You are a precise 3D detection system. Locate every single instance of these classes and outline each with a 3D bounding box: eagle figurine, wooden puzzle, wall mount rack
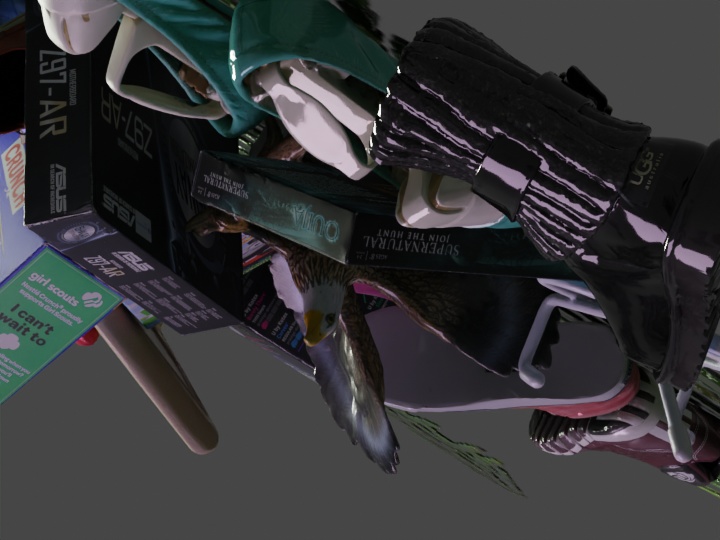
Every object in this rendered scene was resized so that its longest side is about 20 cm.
[{"bbox_3d":[-0.003,0.006,1.454,0.200,0.151,0.152,41,159,-23],"label":"eagle figurine"},{"bbox_3d":[-0.184,0.030,1.876,0.185,0.037,0.200,56,-176,-35],"label":"wooden puzzle"},{"bbox_3d":[0.182,0.068,1.343,0.200,0.075,0.174,22,179,-29],"label":"wall mount rack"}]

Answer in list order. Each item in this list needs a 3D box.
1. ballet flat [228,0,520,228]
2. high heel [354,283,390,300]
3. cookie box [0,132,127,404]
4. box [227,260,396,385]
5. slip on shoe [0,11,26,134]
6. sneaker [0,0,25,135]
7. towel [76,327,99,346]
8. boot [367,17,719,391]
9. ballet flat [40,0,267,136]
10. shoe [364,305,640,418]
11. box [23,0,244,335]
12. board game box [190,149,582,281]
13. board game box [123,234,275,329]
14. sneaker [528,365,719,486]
[{"bbox_3d":[0.017,-0.060,1.172,0.200,0.070,0.067,33,143,-18],"label":"ballet flat"},{"bbox_3d":[0.026,-0.015,1.623,0.096,0.067,0.200,8,159,13],"label":"high heel"},{"bbox_3d":[-0.251,0.004,1.633,0.075,0.200,0.171,34,-152,-33],"label":"cookie box"},{"bbox_3d":[-0.058,0.008,1.922,0.200,0.106,0.122,33,174,-19],"label":"box"},{"bbox_3d":[-0.194,-0.110,1.437,0.061,0.074,0.200,20,-161,25],"label":"slip on shoe"},{"bbox_3d":[-0.192,-0.127,1.553,0.078,0.090,0.200,25,171,37],"label":"sneaker"},{"bbox_3d":[-0.277,-0.029,1.809,0.200,0.022,0.145,42,-175,-33],"label":"towel"},{"bbox_3d":[0.089,-0.030,1.073,0.158,0.079,0.211,22,161,13],"label":"boot"},{"bbox_3d":[-0.112,-0.126,1.221,0.200,0.070,0.067,35,173,-37],"label":"ballet flat"},{"bbox_3d":[0.089,0.067,1.674,0.200,0.072,0.091,1,168,14],"label":"shoe"},{"bbox_3d":[-0.129,-0.068,1.439,0.043,0.160,0.200,-11,156,19],"label":"box"},{"bbox_3d":[0.031,-0.026,1.283,0.200,0.028,0.135,5,-168,-39],"label":"board game box"},{"bbox_3d":[-0.103,-0.021,1.723,0.037,0.151,0.200,60,178,9],"label":"board game box"},{"bbox_3d":[0.201,0.120,1.791,0.115,0.076,0.200,28,174,-14],"label":"sneaker"}]
